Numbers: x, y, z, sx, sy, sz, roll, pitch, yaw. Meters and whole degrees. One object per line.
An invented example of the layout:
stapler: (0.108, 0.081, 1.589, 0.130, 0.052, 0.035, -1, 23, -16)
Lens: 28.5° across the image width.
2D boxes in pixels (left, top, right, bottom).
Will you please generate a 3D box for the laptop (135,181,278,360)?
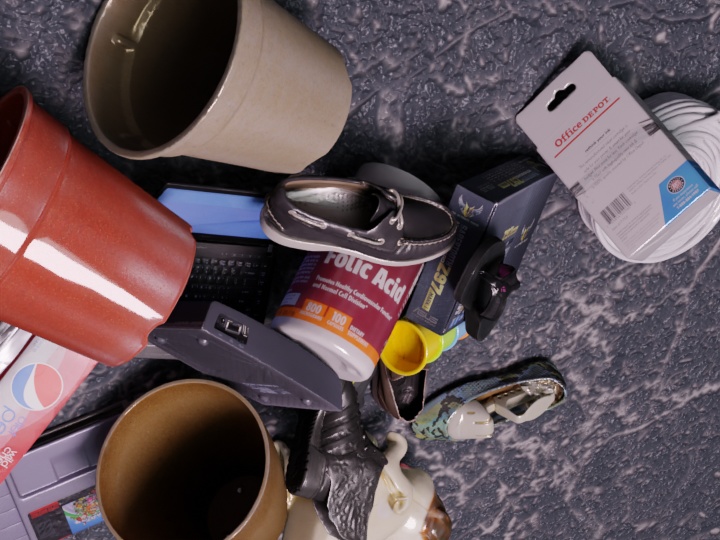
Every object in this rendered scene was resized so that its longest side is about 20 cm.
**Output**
laptop: (-0.145, 0.008, 1.401, 0.177, 0.103, 0.201, 5, 103, -30)

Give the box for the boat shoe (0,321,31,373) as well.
boat shoe: (-0.336, 0.032, 1.344, 0.200, 0.070, 0.066, -46, 117, 7)

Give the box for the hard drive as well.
hard drive: (-0.118, 0.083, 1.396, 0.200, 0.135, 0.042, 34, 66, -39)

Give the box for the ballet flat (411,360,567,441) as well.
ballet flat: (0.160, 0.164, 1.695, 0.199, 0.074, 0.074, -22, 128, -14)

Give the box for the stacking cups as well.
stacking cups: (0.088, 0.055, 1.542, 0.200, 0.060, 0.061, -29, 142, -58)

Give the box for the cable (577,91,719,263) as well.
cable: (0.341, -0.106, 1.618, 0.199, 0.069, 0.201, -7, 123, -24)

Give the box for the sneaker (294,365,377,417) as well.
sneaker: (-0.018, 0.078, 1.552, 0.084, 0.074, 0.201, -10, 124, -50)

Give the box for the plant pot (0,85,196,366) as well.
plant pot: (-0.262, -0.023, 1.233, 0.195, 0.201, 0.201, 32, 102, -26)

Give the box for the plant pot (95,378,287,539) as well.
plant pot: (-0.154, 0.234, 1.492, 0.186, 0.187, 0.200, -37, 152, -2)

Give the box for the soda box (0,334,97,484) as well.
soda box: (-0.339, 0.128, 1.388, 0.070, 0.063, 0.200, 36, 95, -23)

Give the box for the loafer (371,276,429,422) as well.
loafer: (0.054, 0.087, 1.584, 0.073, 0.071, 0.201, -17, 127, -18)

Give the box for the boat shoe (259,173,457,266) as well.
boat shoe: (0.006, -0.054, 1.347, 0.199, 0.074, 0.060, 8, 149, -17)

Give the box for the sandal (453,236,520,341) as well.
sandal: (0.136, 0.023, 1.428, 0.075, 0.048, 0.201, -56, 161, -11)

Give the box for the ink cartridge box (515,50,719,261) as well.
ink cartridge box: (0.273, -0.123, 1.510, 0.116, 0.200, 0.068, -43, 162, 19)

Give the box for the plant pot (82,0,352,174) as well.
plant pot: (-0.114, -0.172, 1.266, 0.183, 0.200, 0.201, 19, 110, -48)

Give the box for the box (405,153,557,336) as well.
box: (0.132, -0.031, 1.498, 0.200, 0.051, 0.158, -27, 141, -61)

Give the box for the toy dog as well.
toy dog: (0.012, 0.273, 1.611, 0.199, 0.195, 0.139, 9, 158, -38)

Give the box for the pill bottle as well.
pill bottle: (0.000, 0.000, 1.430, 0.114, 0.114, 0.201, 41, 67, -40)

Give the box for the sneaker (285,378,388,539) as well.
sneaker: (-0.016, 0.182, 1.489, 0.104, 0.060, 0.201, 21, 78, -28)

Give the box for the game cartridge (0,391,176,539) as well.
game cartridge: (-0.302, 0.220, 1.505, 0.199, 0.038, 0.130, -22, 124, -15)
